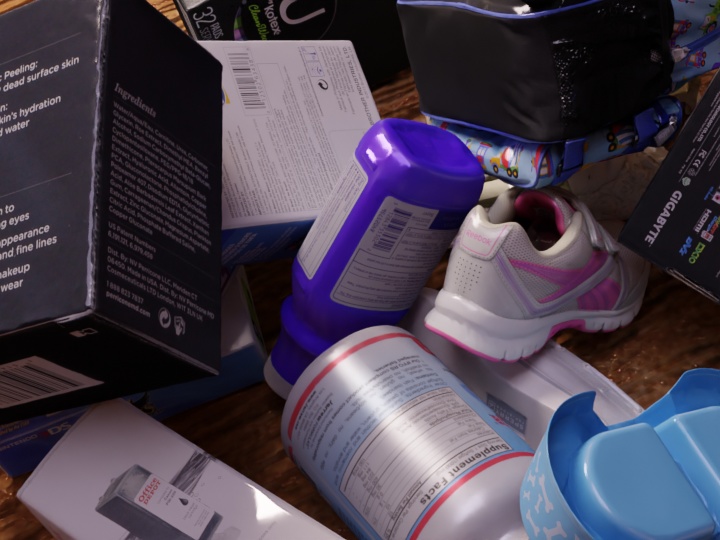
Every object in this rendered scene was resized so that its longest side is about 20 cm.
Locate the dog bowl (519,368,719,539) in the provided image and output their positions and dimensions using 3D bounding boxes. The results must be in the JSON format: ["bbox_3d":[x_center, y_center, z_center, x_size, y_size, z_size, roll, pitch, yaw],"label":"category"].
[{"bbox_3d":[0.166,0.117,0.701,0.199,0.050,0.112,-6,54,-38],"label":"dog bowl"}]

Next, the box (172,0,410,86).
[{"bbox_3d":[-0.043,-0.224,1.047,0.199,0.149,0.125,-27,48,-5],"label":"box"}]

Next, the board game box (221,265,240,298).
[{"bbox_3d":[-0.141,-0.033,0.940,0.134,0.034,0.201,8,55,25],"label":"board game box"}]

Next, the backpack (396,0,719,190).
[{"bbox_3d":[0.146,-0.150,0.830,0.199,0.135,0.182,-22,23,-23],"label":"backpack"}]

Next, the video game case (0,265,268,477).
[{"bbox_3d":[-0.178,0.032,0.953,0.199,0.046,0.182,-21,48,1],"label":"video game case"}]

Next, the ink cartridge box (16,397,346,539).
[{"bbox_3d":[-0.077,0.172,0.738,0.199,0.146,0.085,27,65,34],"label":"ink cartridge box"}]

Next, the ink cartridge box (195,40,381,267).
[{"bbox_3d":[-0.080,-0.077,0.864,0.199,0.076,0.137,-7,69,-38],"label":"ink cartridge box"}]

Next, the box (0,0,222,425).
[{"bbox_3d":[-0.186,-0.030,0.739,0.195,0.117,0.201,-14,65,26],"label":"box"}]

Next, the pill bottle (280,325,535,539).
[{"bbox_3d":[0.048,0.128,0.757,0.108,0.109,0.200,-36,51,-13],"label":"pill bottle"}]

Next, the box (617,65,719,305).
[{"bbox_3d":[0.282,-0.051,0.754,0.198,0.050,0.201,32,105,11],"label":"box"}]

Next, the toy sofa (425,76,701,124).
[{"bbox_3d":[0.145,-0.132,0.968,0.199,0.098,0.083,-15,73,6],"label":"toy sofa"}]

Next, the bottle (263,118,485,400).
[{"bbox_3d":[0.000,0.000,0.834,0.083,0.201,0.065,5,38,-37],"label":"bottle"}]

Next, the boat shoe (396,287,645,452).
[{"bbox_3d":[0.101,0.064,0.824,0.068,0.073,0.200,-16,30,-33],"label":"boat shoe"}]

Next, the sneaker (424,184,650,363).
[{"bbox_3d":[0.124,-0.010,0.817,0.081,0.089,0.199,26,27,31],"label":"sneaker"}]

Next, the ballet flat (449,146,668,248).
[{"bbox_3d":[0.122,-0.060,0.915,0.198,0.072,0.072,-14,49,6],"label":"ballet flat"}]
